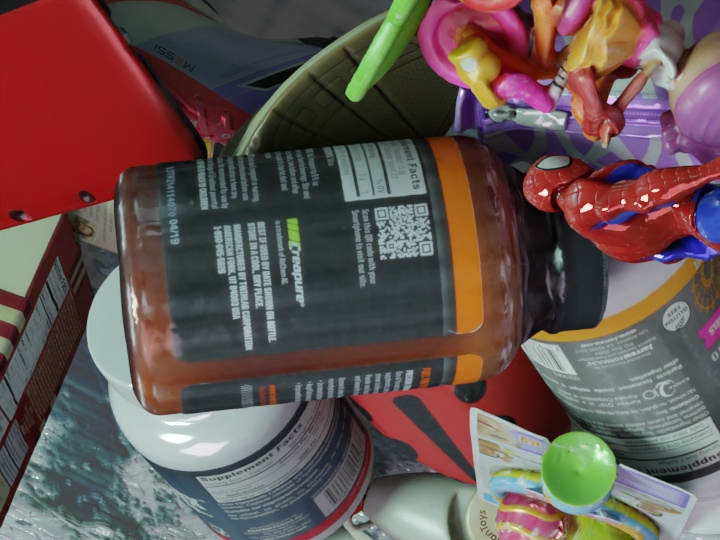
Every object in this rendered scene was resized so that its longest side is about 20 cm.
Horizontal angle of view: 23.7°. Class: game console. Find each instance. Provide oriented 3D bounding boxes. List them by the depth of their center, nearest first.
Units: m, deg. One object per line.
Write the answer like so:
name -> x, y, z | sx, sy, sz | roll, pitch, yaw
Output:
game console -> -0.170, -0.124, 0.798 | 0.199, 0.174, 0.118 | -12, 157, 36

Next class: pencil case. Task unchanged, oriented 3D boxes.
pencil case -> 0.141, -0.077, 0.735 | 0.199, 0.085, 0.085 | 3, 107, 18

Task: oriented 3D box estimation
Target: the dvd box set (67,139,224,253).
dvd box set -> -0.171, -0.077, 0.935 | 0.199, 0.030, 0.147 | 19, 144, 4

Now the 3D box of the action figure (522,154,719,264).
action figure -> 0.143, -0.018, 0.624 | 0.199, 0.052, 0.065 | 10, 170, 38

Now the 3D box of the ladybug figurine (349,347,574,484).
ladybug figurine -> 0.048, 0.058, 0.965 | 0.135, 0.072, 0.200 | -16, 130, 39

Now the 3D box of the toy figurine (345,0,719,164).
toy figurine -> 0.114, -0.096, 0.645 | 0.183, 0.150, 0.200 | 30, 131, -3

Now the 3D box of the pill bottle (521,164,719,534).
pill bottle -> 0.148, 0.037, 0.853 | 0.116, 0.117, 0.200 | -7, 136, 33

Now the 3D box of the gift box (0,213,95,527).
gift box -> -0.276, 0.041, 0.968 | 0.186, 0.201, 0.185 | 20, 156, 5

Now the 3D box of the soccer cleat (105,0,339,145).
soccer cleat -> -0.058, -0.084, 0.834 | 0.199, 0.073, 0.068 | 23, 144, -3

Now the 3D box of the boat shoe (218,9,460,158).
boat shoe -> -0.029, -0.049, 0.791 | 0.072, 0.065, 0.200 | 38, 104, -20

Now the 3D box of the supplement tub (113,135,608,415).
supplement tub -> 0.000, 0.000, 0.721 | 0.198, 0.107, 0.107 | -5, 143, -5

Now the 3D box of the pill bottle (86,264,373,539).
pill bottle -> -0.074, 0.071, 0.971 | 0.119, 0.120, 0.200 | 4, 151, 22

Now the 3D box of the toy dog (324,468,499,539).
toy dog -> 0.027, 0.173, 1.061 | 0.199, 0.097, 0.132 | -2, 174, 28

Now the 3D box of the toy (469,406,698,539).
toy -> 0.106, 0.132, 0.890 | 0.114, 0.047, 0.200 | 20, 160, 12
